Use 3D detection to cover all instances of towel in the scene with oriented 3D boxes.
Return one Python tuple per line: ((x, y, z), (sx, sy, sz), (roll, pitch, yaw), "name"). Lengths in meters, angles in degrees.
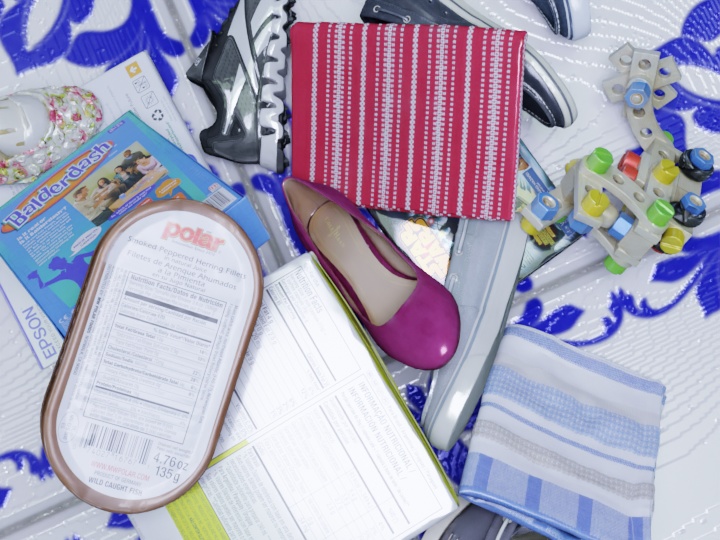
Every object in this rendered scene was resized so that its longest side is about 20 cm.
((0.031, -0.118, 0.840), (0.199, 0.022, 0.146), (8, 106, 25), "towel")
((0.159, 0.125, 0.820), (0.146, 0.200, 0.024), (23, 128, 4), "towel")

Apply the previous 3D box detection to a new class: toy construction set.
((0.214, -0.081, 0.859), (0.131, 0.092, 0.201), (29, 60, -1), "toy construction set")

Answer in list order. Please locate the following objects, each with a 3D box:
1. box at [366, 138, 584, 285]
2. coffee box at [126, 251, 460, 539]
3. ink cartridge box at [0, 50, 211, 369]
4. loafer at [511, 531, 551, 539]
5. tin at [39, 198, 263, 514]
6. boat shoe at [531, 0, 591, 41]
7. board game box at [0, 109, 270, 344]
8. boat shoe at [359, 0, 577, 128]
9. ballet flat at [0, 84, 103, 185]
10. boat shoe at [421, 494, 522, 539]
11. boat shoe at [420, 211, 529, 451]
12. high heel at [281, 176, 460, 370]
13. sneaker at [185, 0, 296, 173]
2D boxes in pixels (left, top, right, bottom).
((0.074, -0.071, 0.900), (0.137, 0.040, 0.201), (-36, 84, -2), "box")
((-0.061, 0.131, 0.799), (0.197, 0.200, 0.201), (-31, 83, -3), "coffee box")
((-0.218, -0.050, 0.900), (0.199, 0.043, 0.199), (-29, 83, -3), "ink cartridge box")
((0.072, 0.238, 0.858), (0.198, 0.075, 0.070), (0, 61, -8), "loafer")
((-0.128, 0.052, 0.677), (0.111, 0.042, 0.201), (19, 83, -18), "tin")
((0.117, -0.270, 0.911), (0.090, 0.071, 0.201), (-23, 77, -1), "boat shoe")
((-0.177, -0.028, 0.783), (0.152, 0.045, 0.200), (-40, 42, -12), "board game box")
((0.084, -0.169, 0.857), (0.200, 0.075, 0.062), (38, 85, 8), "boat shoe")
((-0.303, -0.100, 0.858), (0.199, 0.064, 0.076), (-21, 80, -2), "ballet flat")
((0.125, 0.177, 0.818), (0.063, 0.073, 0.200), (29, 43, 32), "boat shoe")
((0.073, 0.038, 0.825), (0.071, 0.070, 0.202), (16, 65, 12), "boat shoe")
((0.000, 0.000, 0.791), (0.068, 0.200, 0.096), (-50, 126, 3), "high heel")
((-0.100, -0.183, 0.902), (0.090, 0.066, 0.202), (2, 86, -1), "sneaker")
